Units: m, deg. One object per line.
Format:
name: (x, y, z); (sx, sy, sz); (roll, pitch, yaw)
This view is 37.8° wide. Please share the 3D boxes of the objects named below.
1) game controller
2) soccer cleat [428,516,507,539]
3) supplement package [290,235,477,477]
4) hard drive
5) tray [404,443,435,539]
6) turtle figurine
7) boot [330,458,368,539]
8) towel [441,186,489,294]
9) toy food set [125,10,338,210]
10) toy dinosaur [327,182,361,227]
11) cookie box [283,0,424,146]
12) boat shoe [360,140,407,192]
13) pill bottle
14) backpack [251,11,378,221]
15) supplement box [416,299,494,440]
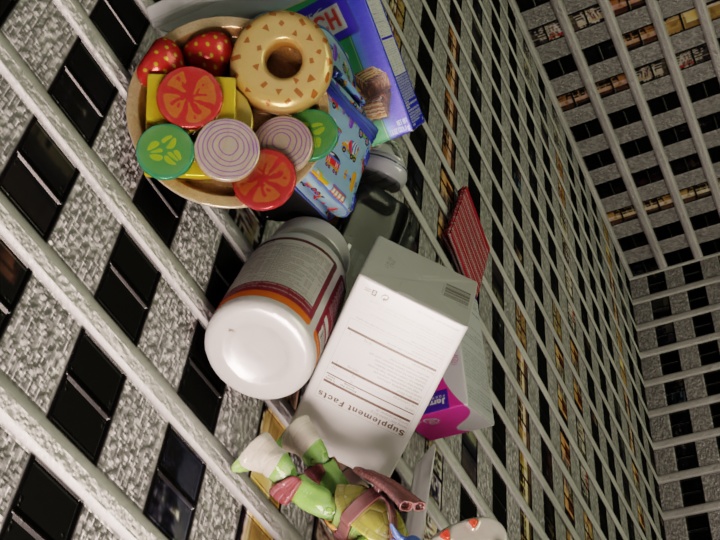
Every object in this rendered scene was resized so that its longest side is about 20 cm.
game controller: (0.000, 0.000, 1.235); (0.104, 0.042, 0.201); (29, 74, -25)
soccer cleat: (0.076, 0.339, 1.127); (0.069, 0.199, 0.078); (43, -21, 26)
supplement package: (0.023, 0.091, 1.087); (0.119, 0.201, 0.121); (25, 24, 1)
hard drive: (-0.105, -0.293, 1.097); (0.132, 0.199, 0.026); (-17, 89, -69)
tray: (0.063, 0.301, 1.246); (0.200, 0.022, 0.108); (-71, 170, -63)
turtle figurine: (-0.035, 0.247, 0.981); (0.194, 0.144, 0.201); (45, -29, 19)
boot: (-0.011, 0.264, 1.097); (0.147, 0.070, 0.200); (66, 17, -11)
towel: (0.191, -0.049, 1.890); (0.145, 0.022, 0.200); (66, 24, -22)
toy food set: (-0.120, -0.151, 0.988); (0.049, 0.198, 0.200); (121, -32, -73)
toy dinosaur: (-0.017, -0.071, 1.319); (0.136, 0.085, 0.201); (44, 29, -39)
cookie box: (-0.039, -0.238, 1.263); (0.201, 0.170, 0.075); (68, 19, -10)
boat shoe: (0.018, -0.146, 1.353); (0.073, 0.067, 0.200); (30, -4, -18)
pill bottle: (-0.075, 0.030, 1.053); (0.110, 0.109, 0.200); (64, 23, -21)
backpack: (-0.065, -0.173, 1.129); (0.183, 0.134, 0.201); (47, 54, -46)
supplement box: (0.111, 0.119, 1.455); (0.103, 0.100, 0.202); (40, 38, -54)
